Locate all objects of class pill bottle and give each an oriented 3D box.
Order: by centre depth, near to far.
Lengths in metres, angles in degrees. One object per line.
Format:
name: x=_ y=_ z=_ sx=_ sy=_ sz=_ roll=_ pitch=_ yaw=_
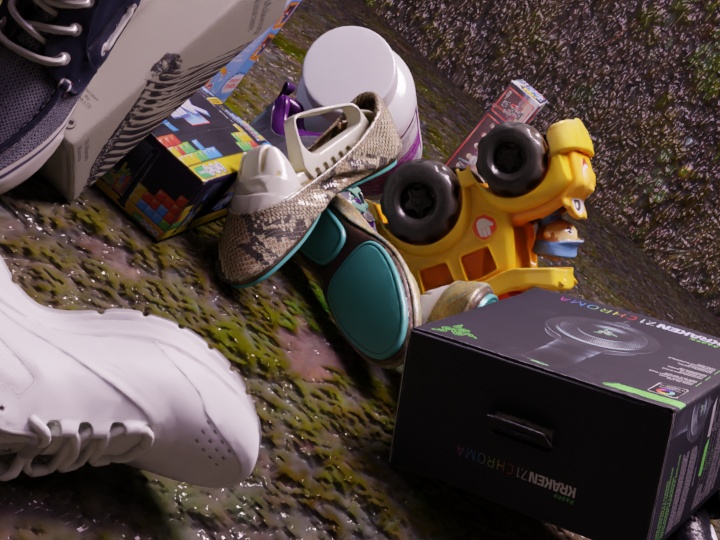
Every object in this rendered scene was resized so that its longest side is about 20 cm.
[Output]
pill bottle: x=-0.001 y=-0.147 z=1.118 sx=0.112 sy=0.112 sz=0.200 roll=45 pitch=-7 yaw=15

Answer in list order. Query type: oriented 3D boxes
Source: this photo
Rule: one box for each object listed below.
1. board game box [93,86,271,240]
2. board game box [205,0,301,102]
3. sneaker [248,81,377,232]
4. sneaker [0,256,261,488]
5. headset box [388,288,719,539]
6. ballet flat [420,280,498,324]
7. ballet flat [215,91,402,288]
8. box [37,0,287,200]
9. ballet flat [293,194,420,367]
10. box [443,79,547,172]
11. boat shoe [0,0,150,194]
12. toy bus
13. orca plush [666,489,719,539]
board game box: x=-0.154 y=-0.107 z=0.858 sx=0.165 sy=0.057 sz=0.200 roll=42 pitch=15 yaw=2
board game box: x=-0.100 y=-0.224 z=1.040 sx=0.037 sy=0.200 sz=0.151 roll=40 pitch=15 yaw=3
sneaker: x=-0.026 y=-0.069 z=0.995 sx=0.200 sy=0.088 sz=0.074 roll=45 pitch=16 yaw=17
sneaker: x=-0.129 y=0.052 z=0.477 sx=0.199 sy=0.075 sz=0.087 roll=26 pitch=32 yaw=-24
headset box: x=0.137 y=0.088 z=0.759 sx=0.173 sy=0.093 sz=0.200 roll=17 pitch=16 yaw=31
ballet flat: x=0.071 y=0.045 z=0.904 sx=0.071 sy=0.071 sz=0.200 roll=46 pitch=-1 yaw=19
ballet flat: x=-0.043 y=-0.069 z=0.833 sx=0.200 sy=0.068 sz=0.076 roll=-43 pitch=125 yaw=-40
box: x=-0.130 y=-0.141 z=0.732 sx=0.068 sy=0.200 sz=0.082 roll=42 pitch=-23 yaw=5
ballet flat: x=0.000 y=0.000 z=0.880 sx=0.071 sy=0.071 sz=0.200 roll=24 pitch=20 yaw=-47
box: x=0.109 y=-0.105 z=1.209 sx=0.040 sy=0.200 sz=0.137 roll=40 pitch=16 yaw=3
boat shoe: x=-0.166 y=-0.135 z=0.626 sx=0.074 sy=0.201 sz=0.093 roll=27 pitch=-25 yaw=-2
toy bus: x=0.124 y=-0.018 z=1.030 sx=0.136 sy=0.199 sz=0.193 roll=3 pitch=67 yaw=-68
orca plush: x=0.185 y=0.190 z=0.774 sx=0.071 sy=0.105 sz=0.201 roll=32 pitch=41 yaw=-31
